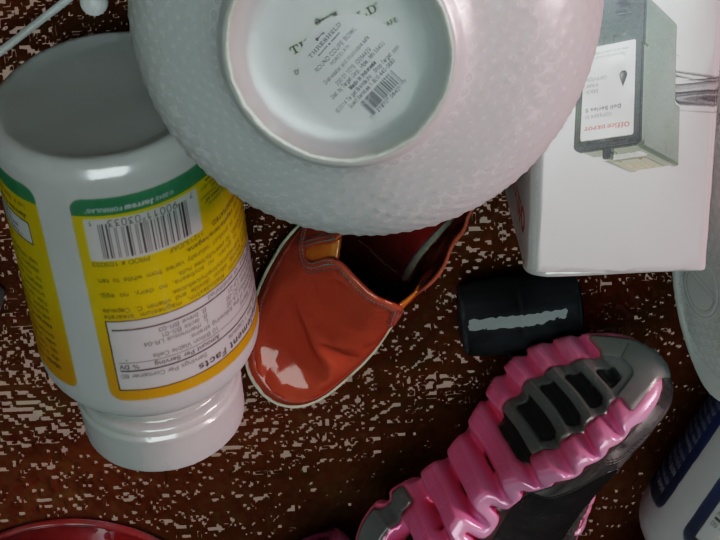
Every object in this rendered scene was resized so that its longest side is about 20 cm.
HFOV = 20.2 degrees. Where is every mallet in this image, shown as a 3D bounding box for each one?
[{"bbox_3d":[0.080,0.092,1.065,0.065,0.041,0.202,1,116,-1],"label":"mallet"}]

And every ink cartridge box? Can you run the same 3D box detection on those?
[{"bbox_3d":[0.111,-0.116,0.917,0.083,0.146,0.202,0,113,-1],"label":"ink cartridge box"}]

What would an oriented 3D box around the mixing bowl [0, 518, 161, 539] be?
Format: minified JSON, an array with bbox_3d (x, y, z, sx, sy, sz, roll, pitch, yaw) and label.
[{"bbox_3d":[-0.158,0.249,1.092,0.198,0.109,0.202,1,113,1],"label":"mixing bowl"}]

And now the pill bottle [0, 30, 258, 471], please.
[{"bbox_3d":[-0.107,-0.003,0.970,0.112,0.113,0.201,-4,129,2],"label":"pill bottle"}]

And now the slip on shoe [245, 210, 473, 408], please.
[{"bbox_3d":[0.000,0.000,1.002,0.074,0.061,0.200,33,123,-10],"label":"slip on shoe"}]

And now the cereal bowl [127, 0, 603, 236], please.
[{"bbox_3d":[-0.003,-0.102,0.811,0.198,0.083,0.202,4,114,8],"label":"cereal bowl"}]

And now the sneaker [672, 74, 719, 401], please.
[{"bbox_3d":[0.207,-0.037,0.967,0.098,0.071,0.202,-7,104,-29],"label":"sneaker"}]

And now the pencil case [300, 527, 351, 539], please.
[{"bbox_3d":[0.018,0.233,1.095,0.200,0.091,0.094,43,71,-14],"label":"pencil case"}]

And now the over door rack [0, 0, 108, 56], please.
[{"bbox_3d":[-0.183,-0.170,0.941,0.199,0.067,0.148,-33,108,13],"label":"over door rack"}]

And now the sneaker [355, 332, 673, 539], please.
[{"bbox_3d":[0.090,0.110,1.028,0.095,0.079,0.200,27,121,-40],"label":"sneaker"}]

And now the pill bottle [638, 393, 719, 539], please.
[{"bbox_3d":[0.212,0.112,1.029,0.110,0.111,0.201,27,110,-10],"label":"pill bottle"}]

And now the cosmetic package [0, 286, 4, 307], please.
[{"bbox_3d":[-0.285,-0.010,1.006,0.102,0.074,0.200,-41,108,16],"label":"cosmetic package"}]
